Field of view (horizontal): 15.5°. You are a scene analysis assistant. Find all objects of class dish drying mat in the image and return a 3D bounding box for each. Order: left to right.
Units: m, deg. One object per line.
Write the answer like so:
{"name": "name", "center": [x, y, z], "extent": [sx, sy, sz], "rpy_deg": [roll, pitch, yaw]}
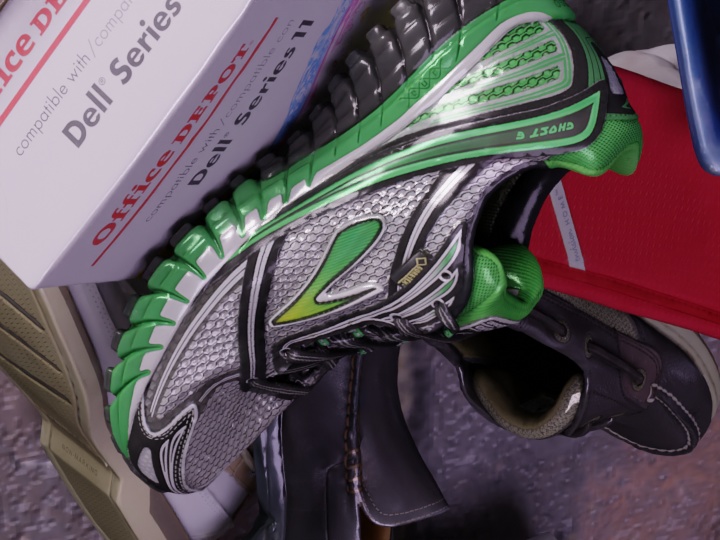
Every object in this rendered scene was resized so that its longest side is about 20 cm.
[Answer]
{"name": "dish drying mat", "center": [0.112, -0.018, 0.881], "extent": [0.200, 0.018, 0.077], "rpy_deg": [16, 101, -36]}

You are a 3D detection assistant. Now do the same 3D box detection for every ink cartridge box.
{"name": "ink cartridge box", "center": [-0.057, -0.058, 0.789], "extent": [0.117, 0.067, 0.200], "rpy_deg": [-52, 162, 19]}

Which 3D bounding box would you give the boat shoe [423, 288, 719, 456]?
{"name": "boat shoe", "center": [0.063, 0.028, 0.928], "extent": [0.072, 0.066, 0.201], "rpy_deg": [0, 154, 34]}

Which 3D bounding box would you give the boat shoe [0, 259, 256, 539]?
{"name": "boat shoe", "center": [-0.083, 0.025, 0.907], "extent": [0.068, 0.075, 0.200], "rpy_deg": [-41, 144, -18]}

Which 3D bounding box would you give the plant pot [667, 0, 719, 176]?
{"name": "plant pot", "center": [0.190, -0.127, 0.797], "extent": [0.199, 0.180, 0.201], "rpy_deg": [-8, 88, -16]}

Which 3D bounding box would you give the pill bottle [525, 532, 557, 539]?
{"name": "pill bottle", "center": [-0.001, 0.178, 1.017], "extent": [0.200, 0.112, 0.112], "rpy_deg": [-22, 129, -4]}

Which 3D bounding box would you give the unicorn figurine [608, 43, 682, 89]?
{"name": "unicorn figurine", "center": [0.102, -0.050, 0.916], "extent": [0.137, 0.074, 0.200], "rpy_deg": [-27, 126, -5]}

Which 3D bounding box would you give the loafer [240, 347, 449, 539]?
{"name": "loafer", "center": [-0.001, 0.073, 0.937], "extent": [0.072, 0.073, 0.201], "rpy_deg": [16, 101, 16]}

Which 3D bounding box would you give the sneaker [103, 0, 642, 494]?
{"name": "sneaker", "center": [0.000, 0.000, 0.794], "extent": [0.200, 0.085, 0.078], "rpy_deg": [-46, 164, 19]}
